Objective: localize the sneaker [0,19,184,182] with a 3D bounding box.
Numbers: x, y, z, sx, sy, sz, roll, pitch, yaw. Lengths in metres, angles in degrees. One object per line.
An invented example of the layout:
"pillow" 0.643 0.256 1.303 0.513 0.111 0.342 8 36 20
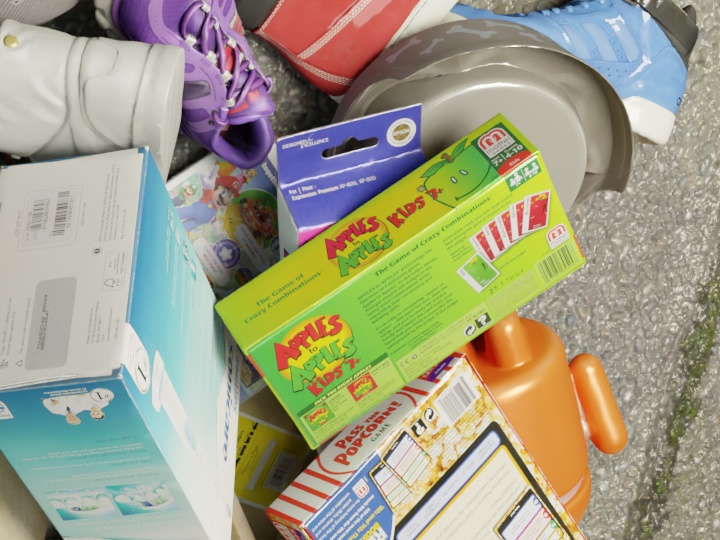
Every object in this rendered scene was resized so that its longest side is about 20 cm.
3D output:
"sneaker" -0.162 -0.075 0.909 0.115 0.200 0.074 12 63 -4

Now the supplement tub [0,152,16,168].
"supplement tub" -0.246 -0.010 0.850 0.107 0.200 0.107 1 111 2

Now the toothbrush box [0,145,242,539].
"toothbrush box" -0.129 0.055 0.879 0.085 0.147 0.200 -7 143 10

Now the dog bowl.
"dog bowl" 0.069 -0.069 1.031 0.199 0.059 0.200 -8 129 -10

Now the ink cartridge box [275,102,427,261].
"ink cartridge box" 0.000 0.000 0.993 0.094 0.037 0.200 -16 128 -19

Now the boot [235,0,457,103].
"boot" 0.002 -0.215 1.000 0.144 0.072 0.200 34 93 -30

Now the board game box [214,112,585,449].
"board game box" 0.026 0.007 0.957 0.200 0.048 0.102 -34 134 -4

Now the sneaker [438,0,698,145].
"sneaker" 0.138 -0.166 1.085 0.200 0.077 0.112 19 90 -23

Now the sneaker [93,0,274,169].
"sneaker" -0.084 -0.125 0.926 0.081 0.083 0.200 -45 156 -10

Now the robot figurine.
"robot figurine" 0.097 0.112 1.128 0.144 0.116 0.200 -31 119 -32

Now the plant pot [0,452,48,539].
"plant pot" -0.252 0.135 0.924 0.200 0.200 0.184 23 85 -31

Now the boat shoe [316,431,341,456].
"boat shoe" 0.013 0.152 1.092 0.070 0.066 0.200 -23 92 -18

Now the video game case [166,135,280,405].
"video game case" -0.107 0.020 1.024 0.200 0.018 0.143 -35 101 -12

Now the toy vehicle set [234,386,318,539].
"toy vehicle set" -0.084 0.120 1.089 0.124 0.027 0.200 27 93 -32

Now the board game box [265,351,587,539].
"board game box" 0.054 0.172 1.023 0.151 0.046 0.200 -43 115 -22

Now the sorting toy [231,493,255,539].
"sorting toy" -0.119 0.250 0.997 0.200 0.199 0.070 -37 145 13

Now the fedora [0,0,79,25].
"fedora" -0.186 -0.194 0.875 0.200 0.177 0.090 -36 152 -31
